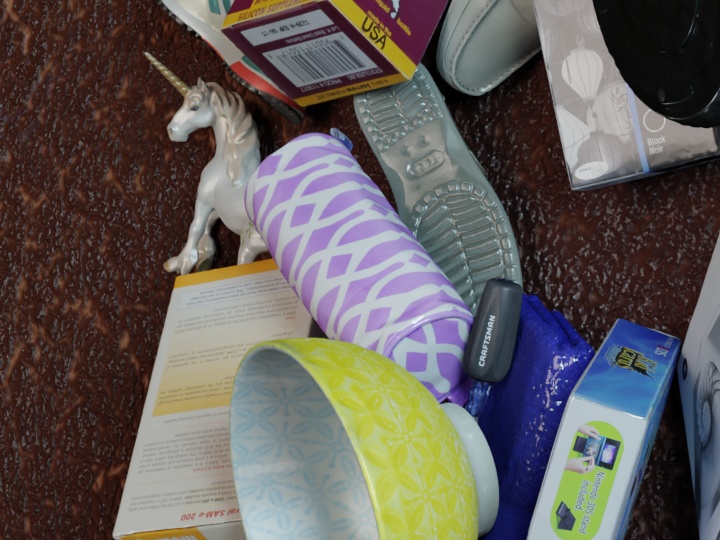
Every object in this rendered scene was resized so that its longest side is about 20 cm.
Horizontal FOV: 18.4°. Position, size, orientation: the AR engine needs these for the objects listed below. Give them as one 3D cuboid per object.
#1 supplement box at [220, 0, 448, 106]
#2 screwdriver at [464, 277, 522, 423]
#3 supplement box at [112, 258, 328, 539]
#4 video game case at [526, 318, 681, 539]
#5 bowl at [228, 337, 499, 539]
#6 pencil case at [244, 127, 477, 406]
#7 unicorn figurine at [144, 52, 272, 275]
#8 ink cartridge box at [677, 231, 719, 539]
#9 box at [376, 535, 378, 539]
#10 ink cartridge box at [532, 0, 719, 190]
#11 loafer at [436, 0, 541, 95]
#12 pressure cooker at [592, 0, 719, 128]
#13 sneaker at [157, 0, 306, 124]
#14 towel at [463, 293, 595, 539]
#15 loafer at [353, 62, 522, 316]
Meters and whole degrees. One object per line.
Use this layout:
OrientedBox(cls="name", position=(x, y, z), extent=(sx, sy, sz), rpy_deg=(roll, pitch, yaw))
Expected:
OrientedBox(cls="supplement box", position=(0.007, -0.216, 1.444), extent=(0.110, 0.086, 0.200), rpy_deg=(-9, 48, 47))
OrientedBox(cls="screwdriver", position=(0.061, 0.101, 1.313), extent=(0.028, 0.029, 0.201), rpy_deg=(-132, 58, -75))
OrientedBox(cls="supplement box", position=(-0.073, 0.096, 1.448), extent=(0.126, 0.074, 0.201), rpy_deg=(-9, 53, 31))
OrientedBox(cls="video game case", position=(0.124, 0.135, 1.219), extent=(0.045, 0.200, 0.182), rpy_deg=(18, 104, 10))
OrientedBox(cls="bowl", position=(0.013, 0.125, 1.262), extent=(0.200, 0.107, 0.201), rpy_deg=(41, 138, 52))
OrientedBox(cls="pencil case", position=(0.000, 0.000, 1.375), extent=(0.084, 0.086, 0.200), rpy_deg=(-35, 49, 0))
OrientedBox(cls="unicorn figurine", position=(-0.093, -0.047, 1.598), extent=(0.200, 0.074, 0.138), rpy_deg=(36, 109, 28))
OrientedBox(cls="ink cartridge box", position=(0.211, 0.062, 1.143), extent=(0.200, 0.040, 0.200), rpy_deg=(99, 171, -45))
OrientedBox(cls="box", position=(-0.010, 0.249, 1.411), extent=(0.159, 0.046, 0.201), rpy_deg=(-158, 80, -73))
OrientedBox(cls="ink cartridge box", position=(0.154, -0.154, 1.312), extent=(0.099, 0.039, 0.201), rpy_deg=(-14, 85, 29))
OrientedBox(cls="loafer", position=(0.119, -0.183, 1.384), extent=(0.200, 0.070, 0.070), rpy_deg=(-52, 40, 26))
OrientedBox(cls="pressure cooker", position=(0.240, -0.172, 1.165), extent=(0.179, 0.199, 0.176), rpy_deg=(150, 106, -69))
OrientedBox(cls="sneaker", position=(-0.073, -0.189, 1.611), extent=(0.093, 0.070, 0.200), rpy_deg=(-49, 45, 6))
OrientedBox(cls="towel", position=(0.092, 0.122, 1.334), extent=(0.148, 0.049, 0.201), rpy_deg=(-127, 51, -73))
OrientedBox(cls="loafer", position=(0.058, -0.042, 1.435), extent=(0.075, 0.070, 0.201), rpy_deg=(-21, 76, 13))
